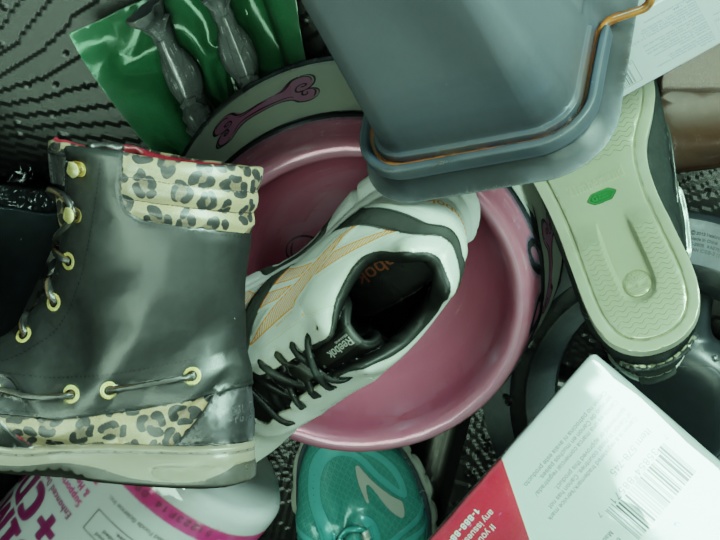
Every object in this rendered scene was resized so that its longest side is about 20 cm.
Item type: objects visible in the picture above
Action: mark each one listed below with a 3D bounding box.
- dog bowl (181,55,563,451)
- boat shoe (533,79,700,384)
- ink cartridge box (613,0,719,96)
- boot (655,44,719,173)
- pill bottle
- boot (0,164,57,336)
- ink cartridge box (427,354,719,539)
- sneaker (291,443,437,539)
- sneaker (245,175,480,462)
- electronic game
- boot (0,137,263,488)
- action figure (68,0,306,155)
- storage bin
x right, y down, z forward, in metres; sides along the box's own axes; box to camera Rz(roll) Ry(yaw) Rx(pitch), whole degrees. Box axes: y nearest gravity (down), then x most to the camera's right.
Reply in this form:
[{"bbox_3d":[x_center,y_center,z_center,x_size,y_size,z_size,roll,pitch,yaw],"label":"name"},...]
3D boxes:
[{"bbox_3d":[0.000,0.000,1.404,0.199,0.074,0.201,1,115,2],"label":"dog bowl"},{"bbox_3d":[0.118,-0.043,1.391,0.072,0.068,0.200,-15,67,8],"label":"boat shoe"},{"bbox_3d":[0.137,-0.141,1.355,0.200,0.094,0.044,-28,132,8],"label":"ink cartridge box"},{"bbox_3d":[0.226,-0.133,1.384,0.199,0.064,0.187,2,111,11],"label":"boot"},{"bbox_3d":[-0.143,0.155,1.501,0.113,0.113,0.200,38,109,-7],"label":"pill bottle"},{"bbox_3d":[-0.260,-0.001,1.478,0.200,0.076,0.169,15,114,-6],"label":"boot"},{"bbox_3d":[0.129,0.169,1.374,0.200,0.145,0.145,42,76,6],"label":"ink cartridge box"},{"bbox_3d":[0.000,0.172,1.508,0.077,0.080,0.201,1,109,7],"label":"sneaker"},{"bbox_3d":[-0.027,0.032,1.337,0.074,0.080,0.200,37,113,-17],"label":"sneaker"},{"bbox_3d":[0.159,0.065,1.470,0.199,0.042,0.201,6,112,14],"label":"electronic game"},{"bbox_3d":[-0.139,0.016,1.310,0.199,0.073,0.151,7,95,5],"label":"boot"},{"bbox_3d":[-0.052,-0.049,1.452,0.118,0.055,0.200,-21,110,11],"label":"action figure"},{"bbox_3d":[0.051,-0.154,1.291,0.145,0.200,0.134,-8,141,27],"label":"storage bin"}]
